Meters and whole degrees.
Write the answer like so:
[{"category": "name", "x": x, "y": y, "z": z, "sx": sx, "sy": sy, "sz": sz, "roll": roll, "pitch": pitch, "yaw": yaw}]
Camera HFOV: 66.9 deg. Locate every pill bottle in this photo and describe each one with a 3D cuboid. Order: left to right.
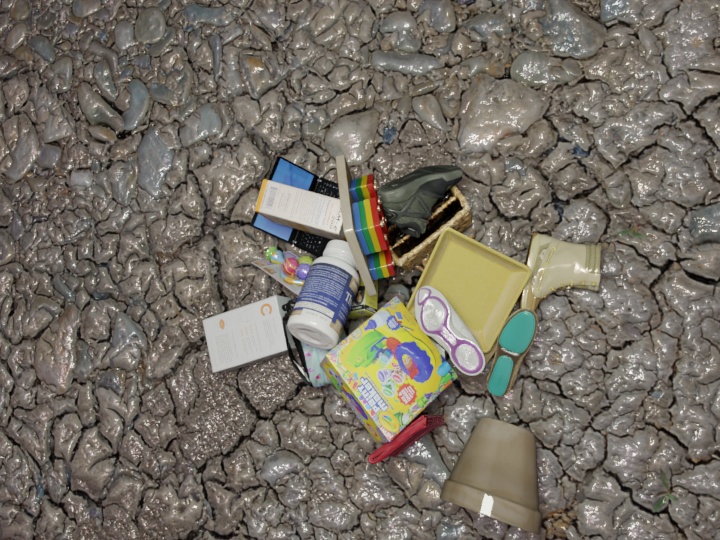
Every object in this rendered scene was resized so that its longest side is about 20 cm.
[{"category": "pill bottle", "x": -0.064, "y": 0.045, "z": 1.104, "sx": 0.108, "sy": 0.112, "sz": 0.204, "roll": 13, "pitch": 61, "yaw": 15}]

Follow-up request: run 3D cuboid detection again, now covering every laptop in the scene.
[{"category": "laptop", "x": -0.128, "y": -0.143, "z": 1.270, "sx": 0.197, "sy": 0.103, "sz": 0.181, "roll": 24, "pitch": 91, "yaw": 29}]

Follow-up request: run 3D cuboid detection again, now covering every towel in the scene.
[{"category": "towel", "x": 0.100, "y": 0.344, "z": 1.112, "sx": 0.143, "sy": 0.200, "sz": 0.023, "roll": -38, "pitch": 67, "yaw": 7}]

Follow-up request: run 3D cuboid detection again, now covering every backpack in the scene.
[{"category": "backpack", "x": -0.092, "y": 0.154, "z": 1.210, "sx": 0.123, "sy": 0.167, "sz": 0.206, "roll": -16, "pitch": 87, "yaw": 7}]

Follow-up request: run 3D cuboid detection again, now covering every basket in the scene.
[{"category": "basket", "x": 0.129, "y": -0.114, "z": 1.179, "sx": 0.198, "sy": 0.149, "sz": 0.144, "roll": -37, "pitch": 77, "yaw": 9}]

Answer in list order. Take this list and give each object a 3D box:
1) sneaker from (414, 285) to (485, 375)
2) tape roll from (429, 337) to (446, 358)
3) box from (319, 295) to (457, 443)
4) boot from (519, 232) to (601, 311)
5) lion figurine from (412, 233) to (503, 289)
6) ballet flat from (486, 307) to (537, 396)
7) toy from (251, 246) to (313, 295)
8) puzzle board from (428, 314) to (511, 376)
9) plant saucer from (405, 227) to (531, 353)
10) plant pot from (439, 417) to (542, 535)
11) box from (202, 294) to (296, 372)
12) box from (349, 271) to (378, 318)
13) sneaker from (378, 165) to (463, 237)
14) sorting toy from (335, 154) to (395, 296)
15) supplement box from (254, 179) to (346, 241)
[{"category": "sneaker", "x": 0.176, "y": 0.122, "z": 1.091, "sx": 0.074, "sy": 0.099, "sz": 0.202, "roll": -37, "pitch": 74, "yaw": 10}, {"category": "tape roll", "x": 0.094, "y": 0.189, "z": 1.215, "sx": 0.197, "sy": 0.037, "sz": 0.210, "roll": -1, "pitch": 85, "yaw": 15}, {"category": "box", "x": 0.052, "y": 0.202, "z": 1.098, "sx": 0.191, "sy": 0.122, "sz": 0.201, "roll": -37, "pitch": 83, "yaw": -20}, {"category": "boot", "x": 0.413, "y": 0.034, "z": 1.131, "sx": 0.151, "sy": 0.073, "sz": 0.206, "roll": 11, "pitch": 84, "yaw": 14}, {"category": "lion figurine", "x": 0.221, "y": 0.000, "z": 1.175, "sx": 0.196, "sy": 0.072, "sz": 0.125, "roll": -25, "pitch": 91, "yaw": 7}, {"category": "ballet flat", "x": 0.311, "y": 0.162, "z": 1.125, "sx": 0.069, "sy": 0.065, "sz": 0.205, "roll": 27, "pitch": 111, "yaw": 19}, {"category": "toy", "x": -0.146, "y": -0.010, "z": 1.223, "sx": 0.198, "sy": 0.113, "sz": 0.049, "roll": 26, "pitch": 122, "yaw": 40}, {"category": "puzzle board", "x": 0.217, "y": 0.105, "z": 1.181, "sx": 0.199, "sy": 0.017, "sz": 0.152, "roll": 38, "pitch": 78, "yaw": 12}, {"category": "plant saucer", "x": 0.218, "y": 0.037, "z": 1.124, "sx": 0.196, "sy": 0.049, "sz": 0.204, "roll": 25, "pitch": 107, "yaw": 1}, {"category": "plant pot", "x": 0.274, "y": 0.398, "z": 1.082, "sx": 0.195, "sy": 0.201, "sz": 0.178, "roll": 15, "pitch": 72, "yaw": 15}, {"category": "box", "x": -0.252, "y": 0.150, "z": 1.278, "sx": 0.195, "sy": 0.097, "sz": 0.128, "roll": -18, "pitch": 80, "yaw": 13}, {"category": "box", "x": 0.000, "y": 0.000, "z": 1.217, "sx": 0.074, "sy": 0.050, "sz": 0.206, "roll": -12, "pitch": 65, "yaw": 36}, {"category": "sneaker", "x": 0.129, "y": -0.143, "z": 1.109, "sx": 0.196, "sy": 0.117, "sz": 0.076, "roll": -28, "pitch": 32, "yaw": -26}, {"category": "sorting toy", "x": 0.016, "y": -0.093, "z": 1.075, "sx": 0.068, "sy": 0.202, "sz": 0.203, "roll": -13, "pitch": 51, "yaw": 7}, {"category": "supplement box", "x": -0.114, "y": -0.127, "z": 1.189, "sx": 0.195, "sy": 0.126, "sz": 0.076, "roll": 16, "pitch": 86, "yaw": 10}]
